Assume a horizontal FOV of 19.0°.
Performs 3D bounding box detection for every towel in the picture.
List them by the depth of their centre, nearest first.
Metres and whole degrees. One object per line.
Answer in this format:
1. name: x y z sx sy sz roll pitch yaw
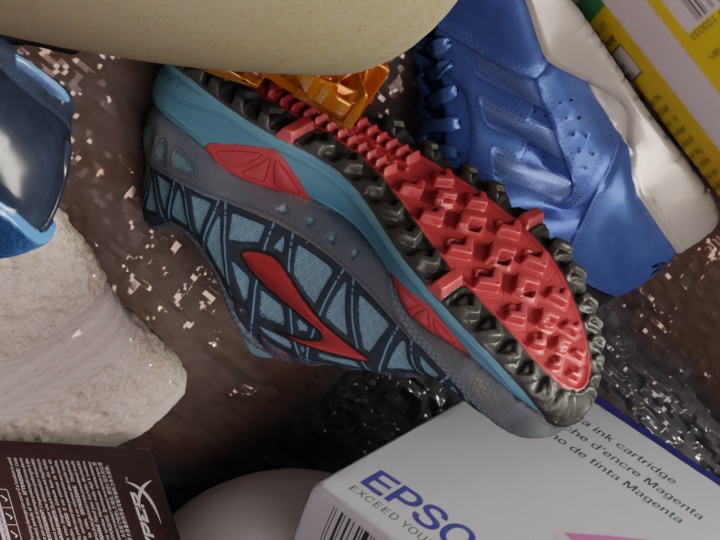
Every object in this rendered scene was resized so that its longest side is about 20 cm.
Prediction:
1. towel: -0.170 0.051 0.741 0.200 0.035 0.133 -28 144 2

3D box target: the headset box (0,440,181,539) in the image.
1. headset box: -0.179 0.129 0.738 0.200 0.077 0.149 7 133 -35

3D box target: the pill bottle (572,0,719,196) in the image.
1. pill bottle: 0.174 -0.064 0.787 0.113 0.113 0.200 -37 86 -5

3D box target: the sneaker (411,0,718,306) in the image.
1. sneaker: 0.036 -0.059 0.799 0.111 0.077 0.200 -38 112 2

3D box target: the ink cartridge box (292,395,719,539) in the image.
1. ink cartridge box: 0.109 0.110 0.783 0.200 0.196 0.043 -27 143 -48

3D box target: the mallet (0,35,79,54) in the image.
1. mallet: -0.176 -0.096 0.680 0.200 0.041 0.066 -7 94 -38

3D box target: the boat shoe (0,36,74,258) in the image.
1. boat shoe: -0.162 -0.078 0.626 0.200 0.084 0.069 48 50 -44

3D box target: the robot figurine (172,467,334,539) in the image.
1. robot figurine: -0.020 0.174 0.840 0.150 0.125 0.200 -39 124 -41

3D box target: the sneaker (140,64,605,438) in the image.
1. sneaker: 0.000 0.000 0.764 0.079 0.200 0.096 -21 145 -48

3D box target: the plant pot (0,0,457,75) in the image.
1. plant pot: -0.056 -0.130 0.567 0.200 0.187 0.187 27 98 -47

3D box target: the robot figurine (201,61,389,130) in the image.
1. robot figurine: -0.060 -0.140 0.704 0.200 0.058 0.145 31 117 -8
